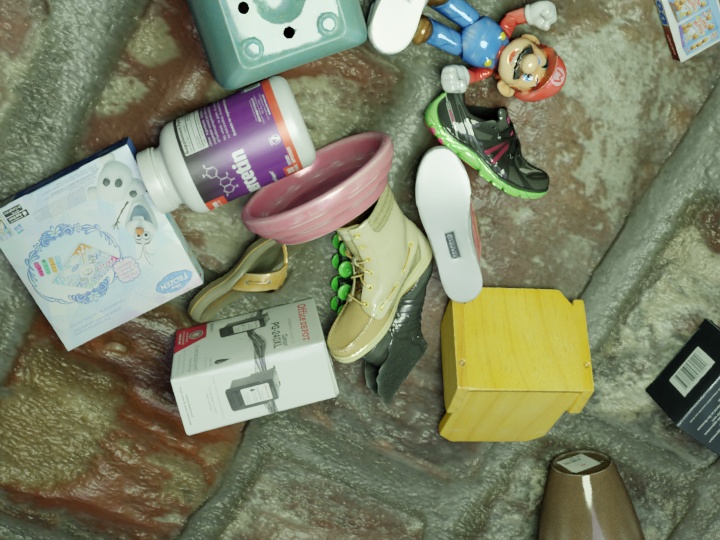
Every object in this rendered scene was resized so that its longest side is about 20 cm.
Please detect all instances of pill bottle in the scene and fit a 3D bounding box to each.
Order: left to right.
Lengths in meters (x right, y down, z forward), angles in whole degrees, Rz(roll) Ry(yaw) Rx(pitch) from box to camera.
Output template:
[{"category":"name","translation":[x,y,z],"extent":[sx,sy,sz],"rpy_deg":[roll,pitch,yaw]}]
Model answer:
[{"category":"pill bottle","translation":[-0.158,-0.142,1.038],"extent":[0.196,0.113,0.114],"rpy_deg":[-24,115,0]}]

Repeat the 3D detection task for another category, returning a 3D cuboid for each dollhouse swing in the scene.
[{"category":"dollhouse swing","translation":[0.206,0.141,1.267],"extent":[0.195,0.176,0.186],"rpy_deg":[2,71,-11]}]

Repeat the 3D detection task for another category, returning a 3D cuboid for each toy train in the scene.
[{"category":"toy train","translation":[-0.007,-0.027,1.156],"extent":[0.055,0.042,0.205],"rpy_deg":[-6,114,-20]}]

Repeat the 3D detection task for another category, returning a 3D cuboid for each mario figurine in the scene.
[{"category":"mario figurine","translation":[0.162,-0.269,1.046],"extent":[0.197,0.107,0.124],"rpy_deg":[24,138,-12]}]

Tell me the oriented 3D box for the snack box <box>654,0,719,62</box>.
[{"category":"snack box","translation":[0.398,-0.369,1.097],"extent":[0.071,0.024,0.202],"rpy_deg":[-28,114,1]}]

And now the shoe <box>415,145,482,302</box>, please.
[{"category":"shoe","translation":[0.115,-0.066,1.136],"extent":[0.070,0.091,0.204],"rpy_deg":[-12,107,8]}]

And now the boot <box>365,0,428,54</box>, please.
[{"category":"boot","translation":[0.058,-0.350,1.007],"extent":[0.072,0.091,0.203],"rpy_deg":[25,103,-17]}]

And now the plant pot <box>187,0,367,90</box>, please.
[{"category":"plant pot","translation":[-0.097,-0.304,0.935],"extent":[0.192,0.201,0.200],"rpy_deg":[-19,114,-1]}]

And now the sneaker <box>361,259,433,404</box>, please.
[{"category":"sneaker","translation":[0.057,0.077,1.199],"extent":[0.104,0.060,0.202],"rpy_deg":[34,87,-43]}]

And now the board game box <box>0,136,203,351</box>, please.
[{"category":"board game box","translation":[-0.327,-0.030,1.091],"extent":[0.197,0.044,0.202],"rpy_deg":[-25,114,0]}]

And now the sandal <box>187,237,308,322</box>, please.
[{"category":"sandal","translation":[-0.135,0.013,1.121],"extent":[0.199,0.080,0.054],"rpy_deg":[-38,74,11]}]

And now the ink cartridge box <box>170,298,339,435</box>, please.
[{"category":"ink cartridge box","translation":[-0.136,0.119,1.132],"extent":[0.195,0.146,0.085],"rpy_deg":[-14,112,-4]}]

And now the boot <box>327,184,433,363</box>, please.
[{"category":"boot","translation":[0.000,0.000,1.092],"extent":[0.201,0.072,0.156],"rpy_deg":[-52,138,-12]}]

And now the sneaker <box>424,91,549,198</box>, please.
[{"category":"sneaker","translation":[0.173,-0.160,1.113],"extent":[0.198,0.077,0.084],"rpy_deg":[33,107,-22]}]

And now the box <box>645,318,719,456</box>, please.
[{"category":"box","translation":[0.558,0.196,1.317],"extent":[0.198,0.105,0.149],"rpy_deg":[34,103,-22]}]

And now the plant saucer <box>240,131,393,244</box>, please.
[{"category":"plant saucer","translation":[-0.045,-0.092,1.030],"extent":[0.198,0.201,0.051],"rpy_deg":[-28,111,2]}]

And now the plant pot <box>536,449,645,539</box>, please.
[{"category":"plant pot","translation":[0.344,0.385,1.330],"extent":[0.182,0.187,0.205],"rpy_deg":[-10,100,-6]}]
